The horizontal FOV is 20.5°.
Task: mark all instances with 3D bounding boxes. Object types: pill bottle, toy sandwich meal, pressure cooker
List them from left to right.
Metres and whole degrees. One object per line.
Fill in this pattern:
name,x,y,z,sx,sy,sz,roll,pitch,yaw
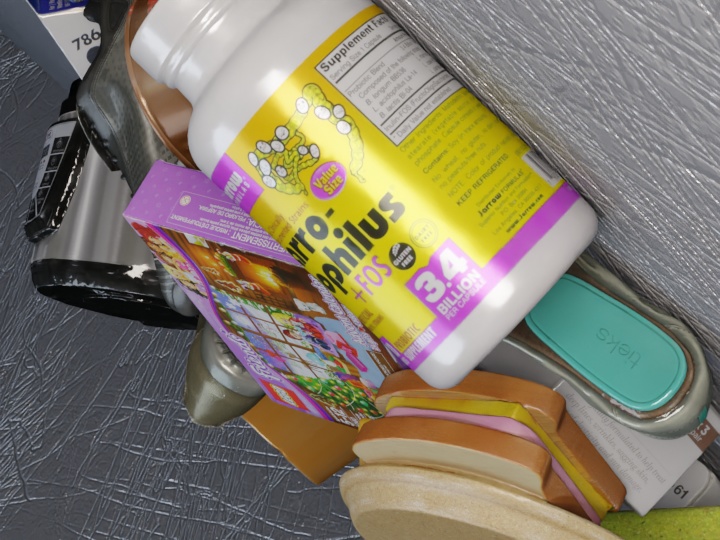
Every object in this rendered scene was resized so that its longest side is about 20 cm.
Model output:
pressure cooker,-0.148,-0.065,1.483,0.176,0.200,0.179,6,171,23
pill bottle,-0.002,-0.051,0.851,0.200,0.104,0.104,43,176,3
toy sandwich meal,0.078,0.120,1.018,0.205,0.070,0.205,19,160,7

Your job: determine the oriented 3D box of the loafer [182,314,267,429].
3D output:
loafer,-0.074,0.030,1.241,0.075,0.070,0.200,36,-152,-6

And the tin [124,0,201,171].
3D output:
tin,-0.048,-0.078,1.068,0.200,0.042,0.112,45,-146,-33

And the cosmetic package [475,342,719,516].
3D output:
cosmetic package,0.099,0.046,1.085,0.102,0.074,0.200,46,176,-27

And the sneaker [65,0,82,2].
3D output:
sneaker,-0.165,-0.194,1.126,0.075,0.078,0.200,45,175,-19

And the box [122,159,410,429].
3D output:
box,-0.023,0.025,1.049,0.137,0.039,0.200,16,156,32

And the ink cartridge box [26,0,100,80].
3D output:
ink cartridge box,-0.149,-0.128,1.235,0.200,0.039,0.100,56,-171,-31

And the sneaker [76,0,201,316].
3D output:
sneaker,-0.116,-0.074,1.124,0.090,0.200,0.066,-1,-173,27

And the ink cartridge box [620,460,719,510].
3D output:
ink cartridge box,0.196,0.172,1.331,0.145,0.085,0.200,39,172,44

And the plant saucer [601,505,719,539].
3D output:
plant saucer,0.184,0.209,1.201,0.199,0.048,0.200,-6,145,25

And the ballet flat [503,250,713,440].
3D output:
ballet flat,0.083,0.011,0.938,0.200,0.067,0.064,41,-179,26

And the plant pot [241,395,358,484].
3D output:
plant pot,-0.020,0.073,1.687,0.200,0.183,0.200,43,176,4
